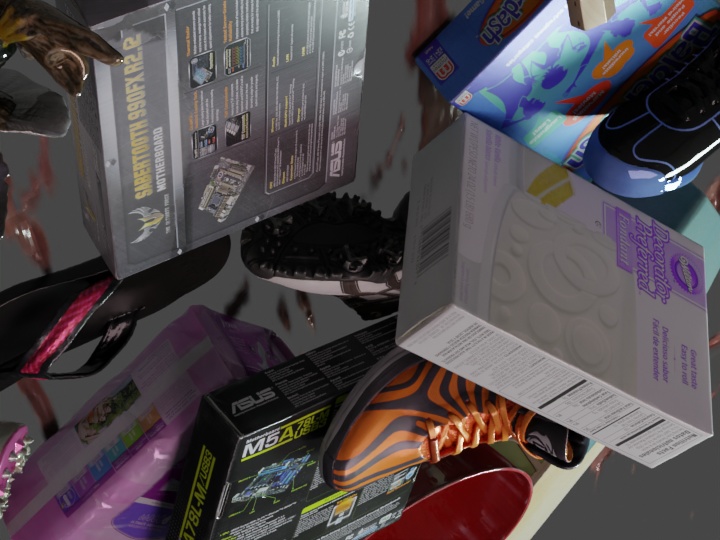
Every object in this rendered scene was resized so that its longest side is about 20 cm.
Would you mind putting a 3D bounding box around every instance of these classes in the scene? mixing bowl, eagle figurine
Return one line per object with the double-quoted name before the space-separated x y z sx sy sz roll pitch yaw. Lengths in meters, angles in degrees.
"mixing bowl" 0.027 0.184 1.307 0.199 0.109 0.201 -25 148 -17
"eagle figurine" -0.217 -0.055 0.696 0.151 0.152 0.200 42 85 -23

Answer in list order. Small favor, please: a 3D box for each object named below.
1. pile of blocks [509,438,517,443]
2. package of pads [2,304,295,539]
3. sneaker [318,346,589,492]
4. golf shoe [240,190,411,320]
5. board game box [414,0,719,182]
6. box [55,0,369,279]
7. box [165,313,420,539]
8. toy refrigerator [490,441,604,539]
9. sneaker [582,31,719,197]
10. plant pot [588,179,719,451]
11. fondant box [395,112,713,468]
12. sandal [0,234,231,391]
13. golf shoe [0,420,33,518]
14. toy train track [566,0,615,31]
"pile of blocks" 0.147 0.045 1.278 0.200 0.082 0.062 -47 135 0
"package of pads" -0.133 0.119 1.087 0.200 0.076 0.120 -43 152 13
"sneaker" 0.075 0.090 1.016 0.199 0.112 0.078 -35 145 -22
"golf shoe" 0.000 0.000 1.052 0.199 0.078 0.095 -5 139 -39
"board game box" 0.144 -0.142 1.027 0.152 0.045 0.200 -45 149 16
"box" -0.075 -0.098 0.864 0.157 0.048 0.201 -23 148 -19
"box" -0.033 0.128 1.083 0.199 0.047 0.194 -21 141 -37
"toy refrigerator" 0.147 0.161 1.430 0.070 0.076 0.201 -5 139 -41
"sneaker" 0.224 -0.116 1.038 0.199 0.070 0.078 -28 149 -29
"plant pot" 0.159 0.007 1.167 0.200 0.141 0.141 -45 149 4
"fondant box" 0.120 0.013 0.983 0.199 0.145 0.058 27 139 -25
"sandal" -0.160 0.030 0.962 0.199 0.045 0.075 -27 150 -14
"golf shoe" -0.259 0.131 0.998 0.091 0.076 0.200 22 146 -9
"toy train track" 0.189 -0.203 0.929 0.200 0.032 0.115 -45 142 -23
